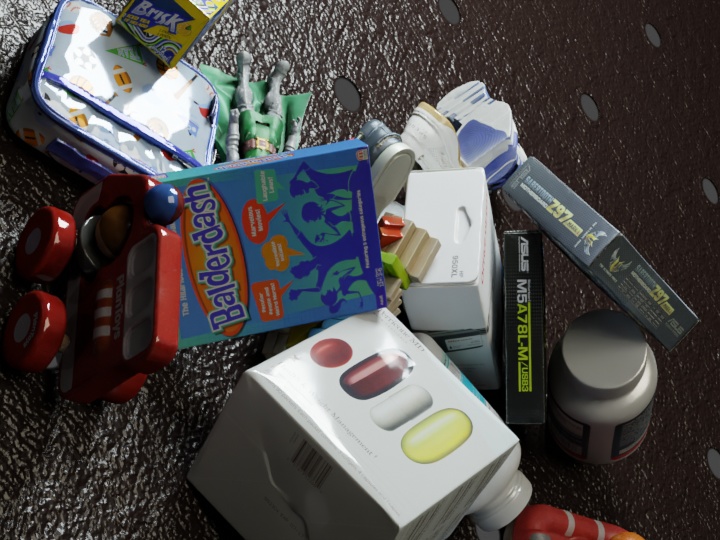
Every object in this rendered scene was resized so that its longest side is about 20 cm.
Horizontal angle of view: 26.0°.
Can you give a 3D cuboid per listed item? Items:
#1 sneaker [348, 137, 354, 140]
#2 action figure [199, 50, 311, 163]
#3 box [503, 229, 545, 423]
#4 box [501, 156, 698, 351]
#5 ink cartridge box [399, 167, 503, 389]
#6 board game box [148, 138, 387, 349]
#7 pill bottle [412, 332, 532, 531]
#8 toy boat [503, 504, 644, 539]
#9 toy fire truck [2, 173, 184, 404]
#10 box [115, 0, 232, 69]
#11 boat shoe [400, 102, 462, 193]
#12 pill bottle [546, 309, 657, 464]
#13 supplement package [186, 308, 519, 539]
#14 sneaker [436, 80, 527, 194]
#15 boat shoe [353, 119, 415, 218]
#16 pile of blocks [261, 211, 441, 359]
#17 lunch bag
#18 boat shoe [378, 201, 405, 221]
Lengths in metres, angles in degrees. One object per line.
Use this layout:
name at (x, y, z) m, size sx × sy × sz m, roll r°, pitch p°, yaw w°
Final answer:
sneaker at (-0.036, -0.086, 1.588) m, size 0.073 × 0.077 × 0.200 m, roll 53°, pitch 48°, yaw -13°
action figure at (-0.096, -0.126, 1.482) m, size 0.117 × 0.055 × 0.201 m, roll 9°, pitch 46°, yaw -14°
box at (0.174, 0.058, 1.643) m, size 0.200 × 0.047 × 0.196 m, roll 14°, pitch 73°, yaw -83°
box at (0.247, -0.016, 1.596) m, size 0.200 × 0.051 × 0.158 m, roll 39°, pitch 7°, yaw -44°
ink cartridge box at (0.097, 0.011, 1.602) m, size 0.201 × 0.083 × 0.146 m, roll 73°, pitch 19°, yaw -53°
board game box at (-0.083, -0.025, 1.393) m, size 0.198 × 0.045 × 0.154 m, roll -11°, pitch 105°, yaw -12°
pill bottle at (0.085, 0.167, 1.555) m, size 0.200 × 0.110 × 0.111 m, roll 49°, pitch 41°, yaw -16°
toy boat at (0.251, 0.313, 1.639) m, size 0.199 × 0.130 × 0.132 m, roll 21°, pitch 54°, yaw -39°
toy fire truck at (-0.200, 0.008, 1.284) m, size 0.112 × 0.167 × 0.202 m, roll 25°, pitch 52°, yaw -37°
box at (-0.168, -0.257, 1.486) m, size 0.070 × 0.064 × 0.200 m, roll 40°, pitch 18°, yaw -9°
boat shoe at (0.076, -0.099, 1.701) m, size 0.069 × 0.071 × 0.201 m, roll -44°, pitch 145°, yaw -13°
pill bottle at (0.262, 0.124, 1.692) m, size 0.200 × 0.118 × 0.121 m, roll 78°, pitch 7°, yaw -64°
supplement package at (-0.005, 0.166, 1.380) m, size 0.191 × 0.148 × 0.199 m, roll 43°, pitch 36°, yaw 16°
sneaker at (0.157, -0.138, 1.798) m, size 0.116 × 0.080 × 0.200 m, roll 54°, pitch 9°, yaw -24°
boat shoe at (-0.027, -0.055, 1.511) m, size 0.062 × 0.201 × 0.075 m, roll 44°, pitch 20°, yaw 29°
pile of blocks at (-0.014, 0.017, 1.474) m, size 0.082 × 0.200 × 0.062 m, roll 46°, pitch -7°, yaw 39°
lunch bag at (-0.217, -0.142, 1.417) m, size 0.199 × 0.075 × 0.161 m, roll 31°, pitch 45°, yaw -26°
boat shoe at (0.001, -0.001, 1.601) m, size 0.071 × 0.070 × 0.202 m, roll 30°, pitch 47°, yaw -10°
